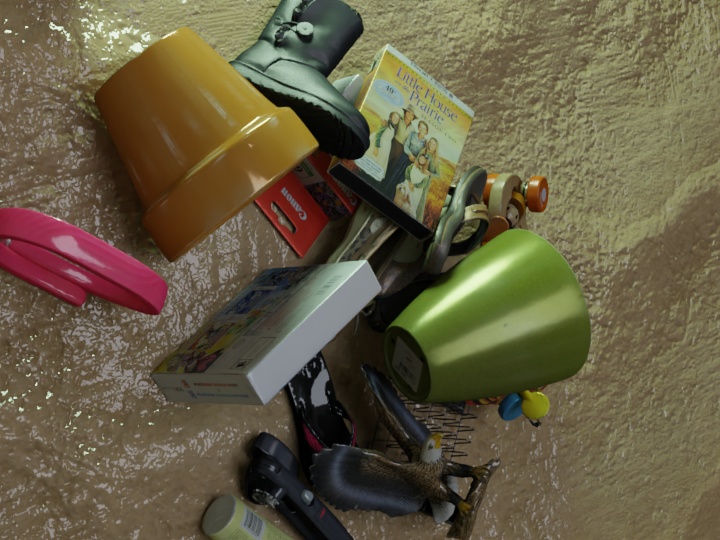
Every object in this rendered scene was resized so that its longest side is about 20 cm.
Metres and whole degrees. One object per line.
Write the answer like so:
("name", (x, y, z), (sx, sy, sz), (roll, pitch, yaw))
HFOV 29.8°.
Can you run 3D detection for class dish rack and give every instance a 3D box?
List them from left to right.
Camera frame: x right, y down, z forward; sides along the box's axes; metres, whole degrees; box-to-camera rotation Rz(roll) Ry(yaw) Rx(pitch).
("dish rack", (0.082, 0.198, 1.665), (0.153, 0.054, 0.202), (29, 68, -35))

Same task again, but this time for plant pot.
("plant pot", (-0.175, -0.142, 1.406), (0.200, 0.200, 0.184), (-41, 95, -34))
("plant pot", (0.130, 0.074, 1.553), (0.198, 0.186, 0.189), (-22, 100, -30))

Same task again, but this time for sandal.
("sandal", (-0.040, 0.181, 1.566), (0.075, 0.045, 0.202), (-25, 101, -32))
("sandal", (0.124, -0.053, 1.600), (0.200, 0.054, 0.082), (-58, 167, -57))

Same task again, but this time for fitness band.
("fitness band", (-0.281, -0.006, 1.321), (0.199, 0.143, 0.038), (31, 66, -34))

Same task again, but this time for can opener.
("can opener", (-0.061, 0.271, 1.532), (0.201, 0.063, 0.079), (51, 57, -24))

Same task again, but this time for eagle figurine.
("eagle figurine", (0.055, 0.215, 1.548), (0.152, 0.198, 0.152), (-53, 167, -70))

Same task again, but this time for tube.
("tube", (-0.095, 0.323, 1.513), (0.200, 0.058, 0.052), (44, 18, -32))

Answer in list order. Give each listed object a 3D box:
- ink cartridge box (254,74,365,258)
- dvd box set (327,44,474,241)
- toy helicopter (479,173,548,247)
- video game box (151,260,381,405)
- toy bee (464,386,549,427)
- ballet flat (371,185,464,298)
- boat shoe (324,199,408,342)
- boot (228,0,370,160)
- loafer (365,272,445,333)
("ink cartridge box", (-0.035, -0.123, 1.597), (0.109, 0.050, 0.201), (50, 57, -25))
("dvd box set", (0.052, -0.152, 1.591), (0.146, 0.029, 0.201), (36, 52, -19))
("toy helicopter", (0.189, -0.025, 1.752), (0.132, 0.078, 0.203), (-35, 126, -60))
("video game box", (-0.101, 0.066, 1.441), (0.200, 0.181, 0.047), (-43, 116, -33))
("toy bee", (0.200, 0.128, 1.716), (0.131, 0.109, 0.200), (45, 16, 12))
("ballet flat", (0.067, -0.045, 1.660), (0.200, 0.068, 0.068), (-46, 158, -40))
("boat shoe", (0.000, 0.000, 1.580), (0.202, 0.062, 0.073), (-64, 158, -7))
("boot", (-0.040, -0.232, 1.532), (0.169, 0.199, 0.077), (-53, 160, -27))
("loafer", (0.093, 0.034, 1.676), (0.198, 0.072, 0.074), (-16, 97, -39))
